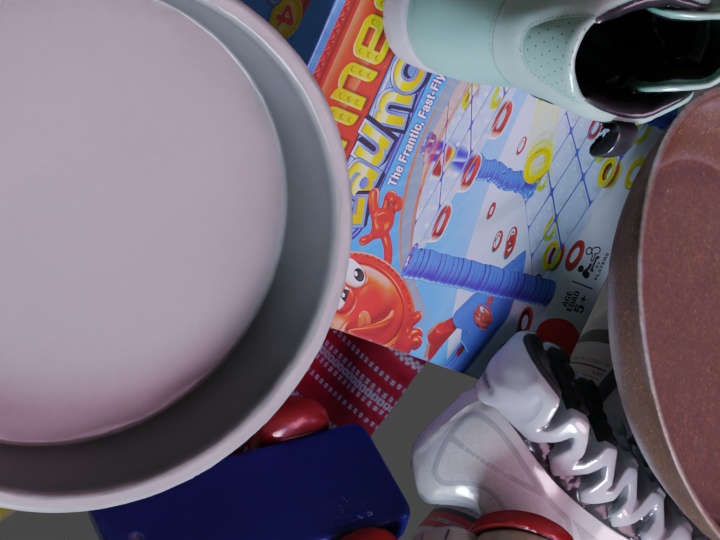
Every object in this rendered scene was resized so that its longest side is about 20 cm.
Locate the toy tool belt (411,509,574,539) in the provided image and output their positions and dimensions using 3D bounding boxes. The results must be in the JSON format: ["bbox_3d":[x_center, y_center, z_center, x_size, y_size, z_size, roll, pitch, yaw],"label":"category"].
[{"bbox_3d":[0.072,0.200,1.187,0.200,0.124,0.123,68,31,-46],"label":"toy tool belt"}]

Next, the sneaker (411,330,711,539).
[{"bbox_3d":[0.100,0.115,1.225,0.081,0.075,0.200,-39,111,11],"label":"sneaker"}]

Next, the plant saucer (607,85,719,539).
[{"bbox_3d":[0.153,0.026,1.226,0.200,0.037,0.201,18,67,-52],"label":"plant saucer"}]

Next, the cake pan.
[{"bbox_3d":[-0.102,-0.014,1.060,0.199,0.037,0.201,-6,108,-18],"label":"cake pan"}]

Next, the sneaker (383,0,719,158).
[{"bbox_3d":[0.120,-0.089,1.123,0.200,0.118,0.074,-12,115,-37],"label":"sneaker"}]

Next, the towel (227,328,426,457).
[{"bbox_3d":[0.000,0.000,1.242,0.200,0.022,0.145,-52,138,-10],"label":"towel"}]

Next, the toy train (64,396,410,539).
[{"bbox_3d":[-0.085,0.132,1.192,0.199,0.085,0.116,-14,144,-25],"label":"toy train"}]

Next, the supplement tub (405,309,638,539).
[{"bbox_3d":[0.125,0.104,1.338,0.200,0.140,0.140,-48,138,-15],"label":"supplement tub"}]

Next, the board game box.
[{"bbox_3d":[0.035,-0.067,1.182,0.195,0.056,0.201,19,96,-43],"label":"board game box"}]
